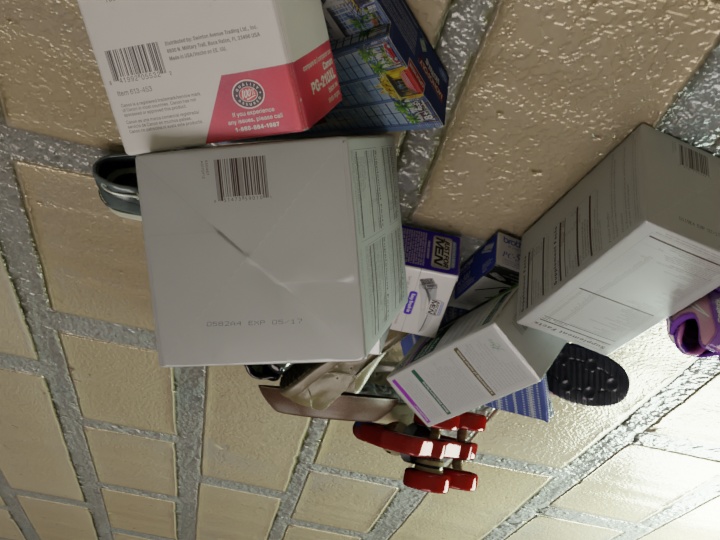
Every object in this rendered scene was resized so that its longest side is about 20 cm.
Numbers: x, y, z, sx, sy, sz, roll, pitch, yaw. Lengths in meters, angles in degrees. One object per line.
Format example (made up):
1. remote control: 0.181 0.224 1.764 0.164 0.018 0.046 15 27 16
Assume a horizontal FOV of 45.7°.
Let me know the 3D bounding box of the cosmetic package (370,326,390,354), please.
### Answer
1. cosmetic package: -0.024 -0.022 0.821 0.101 0.074 0.201 2 113 11

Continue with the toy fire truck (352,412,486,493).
1. toy fire truck: 0.080 0.252 1.252 0.167 0.113 0.200 4 172 36

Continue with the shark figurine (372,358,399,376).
1. shark figurine: -0.019 0.122 1.117 0.214 0.090 0.128 29 146 -29

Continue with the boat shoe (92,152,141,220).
1. boat shoe: -0.175 -0.083 0.852 0.199 0.073 0.062 6 152 16

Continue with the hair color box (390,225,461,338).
1. hair color box: 0.000 0.000 0.927 0.199 0.065 0.110 13 138 -1

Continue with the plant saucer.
1. plant saucer: -0.046 0.187 1.196 0.199 0.037 0.200 5 173 1

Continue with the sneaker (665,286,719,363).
1. sneaker: 0.322 0.037 0.815 0.080 0.089 0.200 38 -176 -9

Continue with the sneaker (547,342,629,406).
1. sneaker: 0.232 0.114 1.036 0.199 0.071 0.082 12 -174 31

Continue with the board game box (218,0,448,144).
1. board game box: -0.060 -0.177 0.683 0.199 0.062 0.200 -11 142 28

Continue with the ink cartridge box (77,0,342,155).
1. ink cartridge box: -0.109 -0.192 0.572 0.144 0.084 0.201 -4 114 20

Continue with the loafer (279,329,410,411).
1. loafer: -0.008 0.101 1.028 0.200 0.076 0.067 -34 118 21

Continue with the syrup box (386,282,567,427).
1. syrup box: 0.123 0.096 0.936 0.082 0.079 0.200 50 141 -5

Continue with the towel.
1. towel: 0.130 0.101 1.014 0.199 0.024 0.145 10 129 35

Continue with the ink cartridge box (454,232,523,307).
1. ink cartridge box: 0.214 0.027 0.945 0.199 0.044 0.094 19 148 -15

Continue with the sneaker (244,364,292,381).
1. sneaker: -0.120 0.093 1.063 0.071 0.083 0.199 43 164 -14

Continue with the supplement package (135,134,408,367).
1. supplement package: -0.055 -0.025 0.663 0.151 0.152 0.200 -3 -171 12

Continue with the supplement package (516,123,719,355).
1. supplement package: 0.245 -0.020 0.800 0.113 0.110 0.200 20 146 -15
